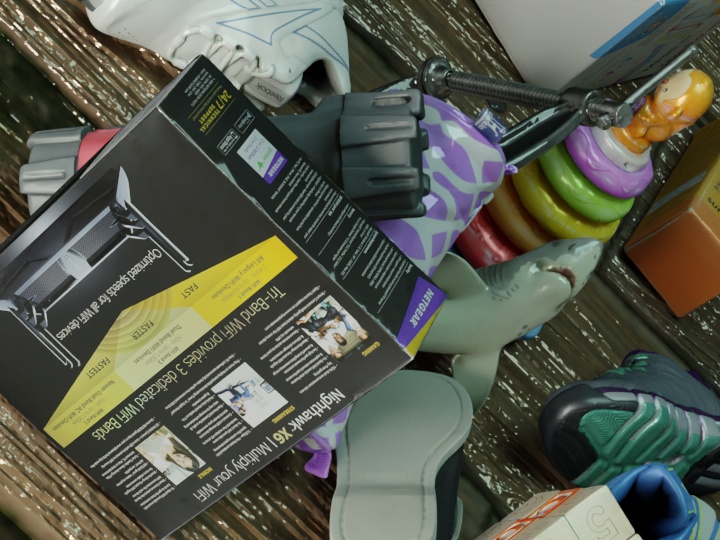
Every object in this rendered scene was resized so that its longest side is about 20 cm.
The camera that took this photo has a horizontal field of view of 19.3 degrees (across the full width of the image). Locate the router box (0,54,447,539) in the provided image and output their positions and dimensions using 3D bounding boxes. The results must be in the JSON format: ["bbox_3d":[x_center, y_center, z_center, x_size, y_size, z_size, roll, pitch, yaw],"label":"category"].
[{"bbox_3d":[-0.083,0.019,0.977,0.157,0.200,0.052,45,39,-10],"label":"router box"}]

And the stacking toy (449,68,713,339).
[{"bbox_3d":[0.134,-0.061,1.269,0.110,0.200,0.116,43,39,-11],"label":"stacking toy"}]

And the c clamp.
[{"bbox_3d":[0.072,-0.092,1.245,0.171,0.200,0.027,-39,124,-34],"label":"c clamp"}]

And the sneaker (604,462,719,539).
[{"bbox_3d":[0.170,0.152,1.210,0.200,0.105,0.076,-10,68,-49],"label":"sneaker"}]

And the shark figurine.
[{"bbox_3d":[0.016,0.005,1.218,0.214,0.128,0.090,14,22,-16],"label":"shark figurine"}]

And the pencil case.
[{"bbox_3d":[0.000,0.000,1.104,0.085,0.084,0.200,41,78,-31],"label":"pencil case"}]

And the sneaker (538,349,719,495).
[{"bbox_3d":[0.161,0.085,1.301,0.200,0.074,0.088,19,33,-48],"label":"sneaker"}]

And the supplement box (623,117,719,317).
[{"bbox_3d":[0.255,-0.050,1.498,0.067,0.069,0.200,49,35,-7],"label":"supplement box"}]

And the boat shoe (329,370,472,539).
[{"bbox_3d":[0.022,0.120,1.119,0.074,0.061,0.200,1,27,4],"label":"boat shoe"}]

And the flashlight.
[{"bbox_3d":[-0.066,-0.044,1.058,0.068,0.199,0.068,-82,166,-46],"label":"flashlight"}]

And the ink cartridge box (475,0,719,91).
[{"bbox_3d":[0.191,-0.217,1.515,0.200,0.128,0.125,-18,74,-51],"label":"ink cartridge box"}]

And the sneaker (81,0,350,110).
[{"bbox_3d":[-0.072,-0.140,1.229,0.200,0.074,0.087,1,64,-45],"label":"sneaker"}]

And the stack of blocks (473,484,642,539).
[{"bbox_3d":[0.133,0.212,1.089,0.059,0.115,0.200,-33,93,-22],"label":"stack of blocks"}]
